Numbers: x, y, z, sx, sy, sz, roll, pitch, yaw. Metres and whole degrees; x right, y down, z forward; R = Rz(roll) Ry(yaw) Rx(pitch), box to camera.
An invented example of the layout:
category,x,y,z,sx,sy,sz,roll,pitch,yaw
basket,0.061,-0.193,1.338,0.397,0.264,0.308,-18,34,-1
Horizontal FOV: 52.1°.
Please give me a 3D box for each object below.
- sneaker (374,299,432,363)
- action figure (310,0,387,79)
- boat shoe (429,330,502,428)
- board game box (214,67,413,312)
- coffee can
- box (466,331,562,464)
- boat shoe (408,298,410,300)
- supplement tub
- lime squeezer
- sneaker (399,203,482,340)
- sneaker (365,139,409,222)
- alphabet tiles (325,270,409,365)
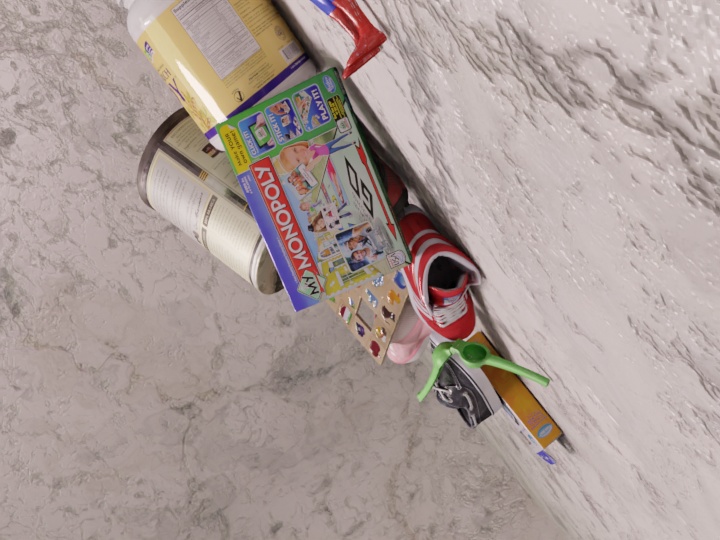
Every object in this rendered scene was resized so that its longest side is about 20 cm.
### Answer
category,x,y,z,sx,sy,sz,roll,pitch,yaw
sneaker,0.052,0.075,1.028,0.200,0.102,0.077,131,136,-58
action figure,-0.077,-0.211,0.499,0.202,0.098,0.065,55,176,-6
boat shoe,0.127,0.149,0.976,0.072,0.068,0.201,46,175,42
board game box,-0.045,-0.077,0.734,0.029,0.132,0.204,-60,-53,-75
coffee can,-0.151,-0.087,0.896,0.198,0.148,0.147,35,172,18
box,0.219,0.185,1.054,0.201,0.041,0.119,50,177,17
boat shoe,0.033,-0.049,0.941,0.202,0.071,0.060,53,150,11
supplement tub,-0.155,-0.249,0.784,0.202,0.144,0.145,53,177,-16
lime squeezer,0.124,0.115,0.862,0.198,0.037,0.072,-18,88,46
sneaker,0.096,0.030,0.812,0.202,0.070,0.113,58,178,-37
sneaker,-0.017,-0.122,0.811,0.201,0.070,0.098,52,-179,44
alphabet tiles,0.000,0.000,0.948,0.168,0.007,0.203,48,140,27
